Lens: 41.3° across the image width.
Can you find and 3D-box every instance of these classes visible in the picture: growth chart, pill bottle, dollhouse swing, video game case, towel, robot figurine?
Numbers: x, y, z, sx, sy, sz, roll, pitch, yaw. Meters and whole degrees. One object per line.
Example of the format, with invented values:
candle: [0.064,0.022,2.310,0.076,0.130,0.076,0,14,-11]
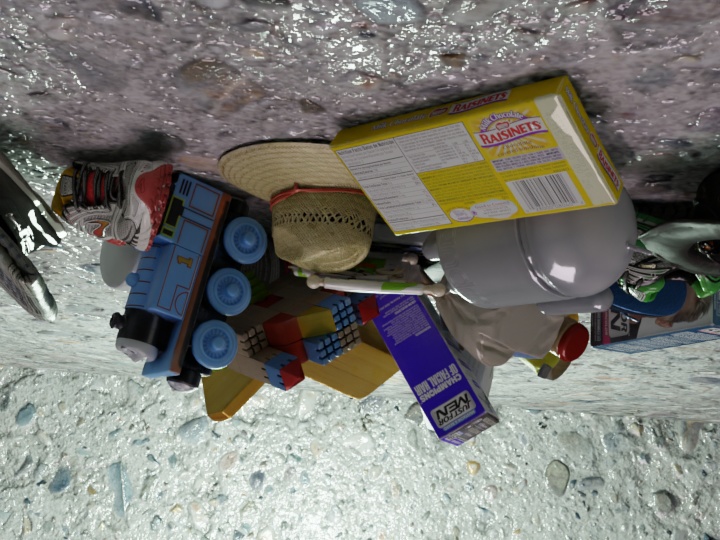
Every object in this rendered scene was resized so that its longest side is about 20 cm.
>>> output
growth chart: [0.000,0.000,0.948,0.145,0.018,0.200,3,-170,-3]
pill bottle: [-0.173,-0.001,1.035,0.200,0.111,0.111,16,163,-42]
dollhouse swing: [-0.074,0.119,1.187,0.182,0.176,0.200,27,-171,-20]
video game case: [0.066,-0.017,1.084,0.200,0.023,0.182,6,168,-1]
towel: [-0.351,-0.039,0.848,0.200,0.035,0.193,47,163,0]
robot figurine: [0.143,-0.029,0.793,0.200,0.113,0.170,-12,124,51]

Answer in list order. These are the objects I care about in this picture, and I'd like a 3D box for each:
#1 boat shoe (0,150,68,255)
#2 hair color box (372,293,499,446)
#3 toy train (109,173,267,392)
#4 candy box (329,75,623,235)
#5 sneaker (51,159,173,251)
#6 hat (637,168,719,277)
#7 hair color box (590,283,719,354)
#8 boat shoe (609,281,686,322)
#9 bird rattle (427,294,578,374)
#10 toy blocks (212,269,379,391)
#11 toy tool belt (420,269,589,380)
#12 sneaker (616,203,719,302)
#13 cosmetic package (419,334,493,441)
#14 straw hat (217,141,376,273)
boat shoe: [-0.321,-0.060,0.861,0.057,0.067,0.200,-38,163,-11]
hair color box: [0.073,0.091,1.062,0.065,0.200,0.109,-33,160,6]
toy train: [-0.166,0.011,0.909,0.114,0.200,0.087,24,160,-27]
candy box: [0.080,-0.078,0.705,0.200,0.026,0.102,-6,132,40]
sneaker: [-0.226,-0.060,0.853,0.082,0.078,0.200,18,167,-28]
hat: [0.326,-0.043,0.756,0.200,0.081,0.201,12,170,2]
hair color box: [0.325,0.026,1.008,0.060,0.100,0.200,10,166,-20]
boat shoe: [0.224,-0.009,0.957,0.200,0.084,0.069,24,171,6]
bird rattle: [0.181,0.049,1.198,0.200,0.113,0.163,22,165,-18]
toy blocks: [-0.060,0.053,0.979,0.200,0.100,0.137,-31,-153,-34]
toy tool belt: [0.155,0.042,1.056,0.200,0.125,0.123,18,-170,-45]
sneaker: [0.241,-0.017,0.878,0.200,0.085,0.078,4,167,6]
cosmetic package: [0.124,0.145,1.205,0.074,0.102,0.200,14,165,11]
straw hat: [-0.033,-0.044,0.854,0.201,0.085,0.201,4,168,1]
